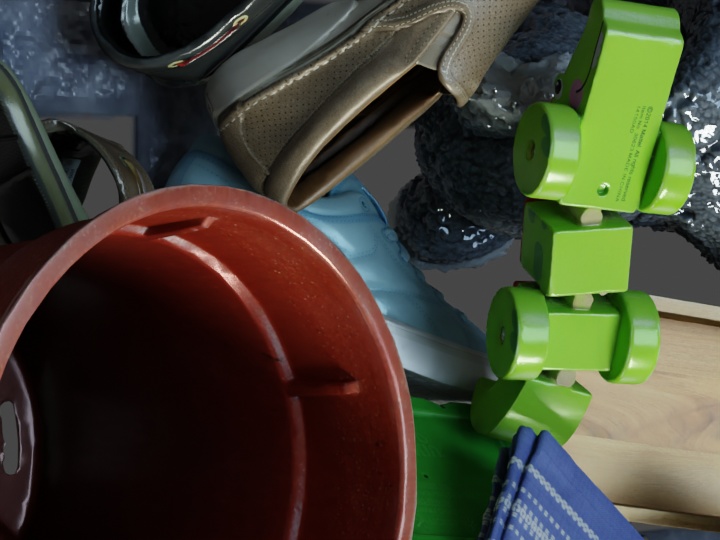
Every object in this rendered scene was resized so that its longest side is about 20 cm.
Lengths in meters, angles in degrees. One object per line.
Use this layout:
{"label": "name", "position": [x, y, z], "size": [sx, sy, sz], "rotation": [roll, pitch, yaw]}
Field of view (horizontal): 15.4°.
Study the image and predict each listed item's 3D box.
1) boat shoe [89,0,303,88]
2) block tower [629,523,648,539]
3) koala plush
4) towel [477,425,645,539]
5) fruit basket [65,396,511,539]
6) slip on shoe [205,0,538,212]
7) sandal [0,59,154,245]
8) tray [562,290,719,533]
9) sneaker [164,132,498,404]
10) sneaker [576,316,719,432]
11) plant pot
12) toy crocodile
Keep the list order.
{"label": "boat shoe", "position": [-0.030, -0.156, 1.058], "size": [0.202, 0.074, 0.063], "rotation": [-49, 165, 15]}
{"label": "block tower", "position": [0.099, 0.135, 1.261], "size": [0.058, 0.054, 0.200], "rotation": [-53, 124, -29]}
{"label": "koala plush", "position": [0.113, -0.067, 1.184], "size": [0.199, 0.177, 0.185], "rotation": [-13, 70, -25]}
{"label": "towel", "position": [0.080, 0.175, 1.041], "size": [0.145, 0.024, 0.201], "rotation": [46, 43, -24]}
{"label": "fruit basket", "position": [-0.027, 0.158, 1.108], "size": [0.214, 0.156, 0.216], "rotation": [-21, 144, -16]}
{"label": "slip on shoe", "position": [0.033, -0.095, 1.073], "size": [0.061, 0.199, 0.076], "rotation": [62, 4, 22]}
{"label": "sandal", "position": [-0.109, -0.018, 1.049], "size": [0.057, 0.079, 0.201], "rotation": [-55, 134, -23]}
{"label": "tray", "position": [0.169, 0.069, 1.191], "size": [0.199, 0.037, 0.099], "rotation": [9, 86, -20]}
{"label": "sneaker", "position": [0.000, 0.000, 1.144], "size": [0.199, 0.074, 0.082], "rotation": [26, 75, -35]}
{"label": "sneaker", "position": [0.163, 0.057, 1.270], "size": [0.199, 0.115, 0.076], "rotation": [18, 82, -18]}
{"label": "plant pot", "position": [-0.117, 0.073, 0.956], "size": [0.200, 0.195, 0.202], "rotation": [1, 89, -44]}
{"label": "toy crocodile", "position": [0.089, -0.016, 1.086], "size": [0.067, 0.062, 0.201], "rotation": [1, 113, -20]}
